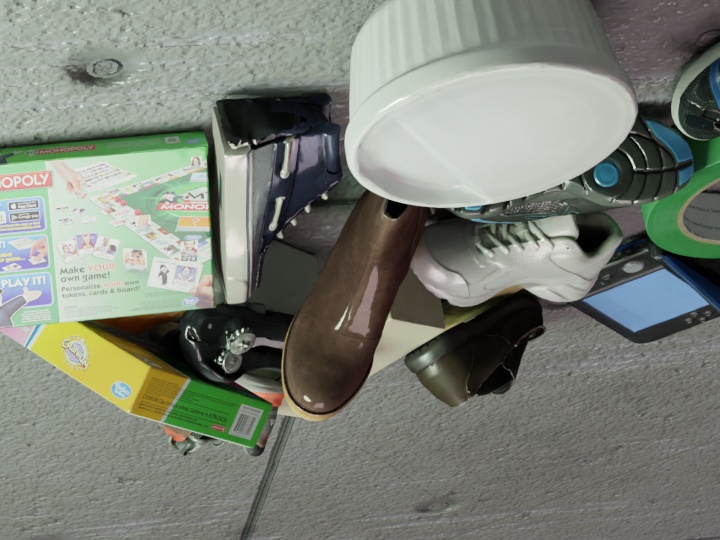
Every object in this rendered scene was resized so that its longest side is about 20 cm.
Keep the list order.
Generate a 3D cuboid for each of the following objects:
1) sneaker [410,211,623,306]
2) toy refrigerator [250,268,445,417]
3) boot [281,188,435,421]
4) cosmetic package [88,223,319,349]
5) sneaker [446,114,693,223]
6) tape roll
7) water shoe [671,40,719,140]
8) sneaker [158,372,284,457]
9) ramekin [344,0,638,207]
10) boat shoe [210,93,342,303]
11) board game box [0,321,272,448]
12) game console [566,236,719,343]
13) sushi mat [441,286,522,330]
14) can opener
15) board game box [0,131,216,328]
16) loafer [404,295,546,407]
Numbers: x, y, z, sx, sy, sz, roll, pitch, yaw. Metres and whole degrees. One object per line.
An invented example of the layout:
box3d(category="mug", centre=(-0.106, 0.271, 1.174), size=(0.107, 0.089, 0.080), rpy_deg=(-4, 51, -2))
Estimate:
box3d(category="sneaker", centre=(0.128, -0.027, 1.770), size=(0.199, 0.078, 0.099), rpy_deg=(-4, 150, -35))
box3d(category="toy refrigerator", centre=(-0.021, 0.052, 1.866), size=(0.070, 0.076, 0.200), rpy_deg=(11, 149, -38))
box3d(category="boot", centre=(0.000, 0.000, 1.642), size=(0.072, 0.201, 0.167), rpy_deg=(23, 150, 2))
box3d(category="cosmetic package", centre=(-0.128, 0.014, 1.749), size=(0.101, 0.072, 0.199), rpy_deg=(-26, 152, 31))
box3d(category="sneaker", centre=(0.156, -0.077, 1.680), size=(0.198, 0.074, 0.082), rpy_deg=(-4, 172, 2))
box3d(category="tape roll", centre=(0.323, -0.075, 1.751), size=(0.199, 0.049, 0.201), rpy_deg=(-8, 156, -4))
box3d(category="water shoe", centre=(0.293, -0.133, 1.578), size=(0.071, 0.080, 0.200), rpy_deg=(3, 153, -25))
box3d(category="sneaker", centre=(-0.164, 0.116, 1.872), size=(0.199, 0.083, 0.077), rpy_deg=(11, 180, 25))
box3d(category="ramekin", centre=(0.082, -0.129, 1.490), size=(0.201, 0.095, 0.203), rpy_deg=(-9, 156, -4))
box3d(category="boat shoe", centre=(-0.061, -0.050, 1.608), size=(0.092, 0.075, 0.201), rpy_deg=(-8, 145, -10))
box3d(category="board game box", centre=(-0.189, 0.072, 1.739), size=(0.199, 0.041, 0.153), rpy_deg=(27, -177, 39))
box3d(category="game console", centre=(0.290, 0.054, 1.934), size=(0.170, 0.119, 0.200), rpy_deg=(-23, 152, 26))
box3d(category="sushi mat", centre=(0.086, 0.034, 1.913), size=(0.095, 0.012, 0.200), rpy_deg=(-11, 164, -48))
box3d(category="can opener", centre=(-0.071, 0.057, 1.725), size=(0.199, 0.079, 0.064), rpy_deg=(7, 110, -40))
box3d(category="board game box", centre=(-0.208, -0.028, 1.592), size=(0.198, 0.029, 0.136), rpy_deg=(-5, 117, -9))
box3d(category="loafer", centre=(0.107, 0.078, 1.908), size=(0.073, 0.072, 0.200), rpy_deg=(-31, 175, 35))
